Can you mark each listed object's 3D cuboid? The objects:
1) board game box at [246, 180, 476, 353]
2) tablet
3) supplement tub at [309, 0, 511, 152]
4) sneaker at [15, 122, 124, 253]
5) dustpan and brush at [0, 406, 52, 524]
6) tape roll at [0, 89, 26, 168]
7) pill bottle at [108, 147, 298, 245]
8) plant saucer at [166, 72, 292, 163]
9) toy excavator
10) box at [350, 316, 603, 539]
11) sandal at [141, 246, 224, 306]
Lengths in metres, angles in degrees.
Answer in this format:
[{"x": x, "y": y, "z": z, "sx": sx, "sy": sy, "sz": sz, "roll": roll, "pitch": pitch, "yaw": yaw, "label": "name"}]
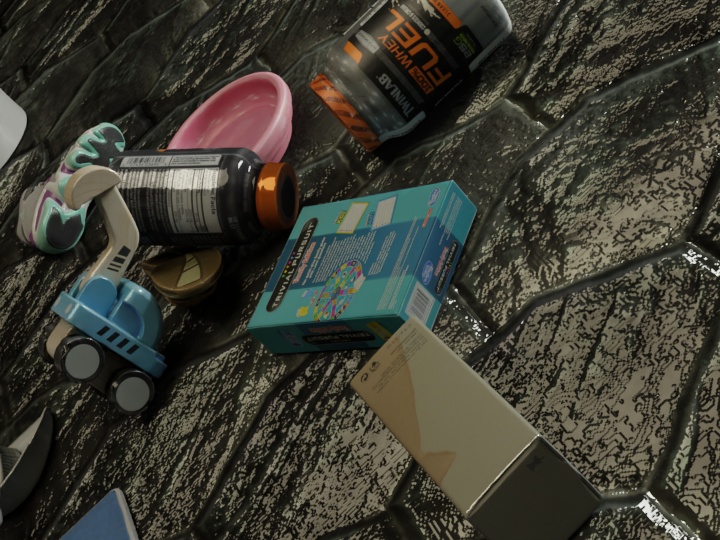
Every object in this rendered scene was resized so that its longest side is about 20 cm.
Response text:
[{"x": 0.000, "y": 0.000, "z": 1.234, "sx": 0.199, "sy": 0.047, "sz": 0.152, "roll": -7, "pitch": 49, "yaw": 44, "label": "board game box"}, {"x": -0.290, "y": 0.310, "z": 1.248, "sx": 0.200, "sy": 0.014, "sz": 0.130, "roll": -43, "pitch": 33, "yaw": 3, "label": "tablet"}, {"x": 0.049, "y": -0.226, "z": 1.353, "sx": 0.200, "sy": 0.123, "sz": 0.123, "roll": -44, "pitch": 33, "yaw": 2, "label": "supplement tub"}, {"x": -0.409, "y": -0.114, "z": 1.771, "sx": 0.139, "sy": 0.078, "sz": 0.201, "roll": 0, "pitch": 54, "yaw": 46, "label": "sneaker"}, {"x": -0.386, "y": 0.229, "z": 1.394, "sx": 0.139, "sy": 0.057, "sz": 0.200, "roll": -42, "pitch": 34, "yaw": 5, "label": "dustpan and brush"}, {"x": -0.657, "y": -0.224, "z": 2.102, "sx": 0.202, "sy": 0.139, "sz": 0.204, "roll": -28, "pitch": 36, "yaw": 23, "label": "tape roll"}, {"x": -0.169, "y": -0.079, "z": 1.416, "sx": 0.198, "sy": 0.107, "sz": 0.107, "roll": 1, "pitch": 50, "yaw": 17, "label": "pill bottle"}, {"x": -0.154, "y": -0.146, "z": 1.554, "sx": 0.199, "sy": 0.051, "sz": 0.202, "roll": -28, "pitch": 38, "yaw": 24, "label": "plant saucer"}, {"x": -0.261, "y": 0.019, "z": 1.355, "sx": 0.201, "sy": 0.194, "sz": 0.100, "roll": -57, "pitch": 26, "yaw": -9, "label": "toy excavator"}, {"x": 0.081, "y": 0.125, "z": 0.972, "sx": 0.078, "sy": 0.095, "sz": 0.200, "roll": -46, "pitch": 32, "yaw": 0, "label": "box"}, {"x": -0.191, "y": 0.010, "z": 1.424, "sx": 0.080, "sy": 0.054, "sz": 0.200, "roll": -22, "pitch": 13, "yaw": -15, "label": "sandal"}]
